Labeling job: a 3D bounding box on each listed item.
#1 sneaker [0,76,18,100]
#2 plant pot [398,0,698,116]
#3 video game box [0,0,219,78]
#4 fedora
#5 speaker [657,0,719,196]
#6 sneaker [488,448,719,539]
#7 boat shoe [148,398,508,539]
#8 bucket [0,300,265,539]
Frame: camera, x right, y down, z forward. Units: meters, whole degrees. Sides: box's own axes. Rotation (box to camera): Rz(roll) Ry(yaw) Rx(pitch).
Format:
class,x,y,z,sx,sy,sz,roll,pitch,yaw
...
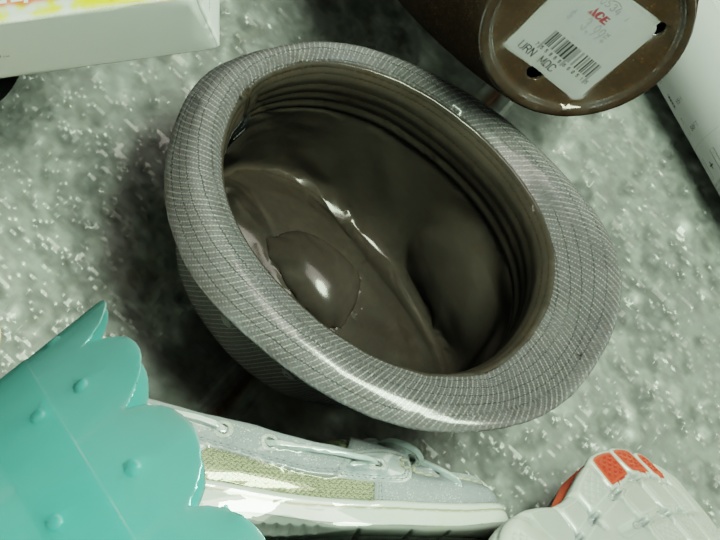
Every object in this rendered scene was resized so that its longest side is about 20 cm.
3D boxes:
class,x,y,z,sx,sy,sz,roll,pitch,yaw
sneaker,-0.149,-0.157,1.058,0.070,0.090,0.200,29,42,-25
plant pot,0.077,-0.163,1.110,0.187,0.187,0.200,14,36,-23
video game box,-0.154,-0.161,1.006,0.200,0.047,0.182,-6,60,10
fedora,0.000,0.000,1.067,0.200,0.090,0.177,32,51,-5
speaker,0.187,-0.099,1.247,0.081,0.081,0.200,-19,74,-36
sneaker,0.089,0.133,1.074,0.077,0.082,0.200,53,28,19
boat shoe,-0.034,0.085,1.024,0.202,0.074,0.065,6,65,-19
bucket,-0.089,0.129,0.866,0.135,0.207,0.207,-33,82,-5
